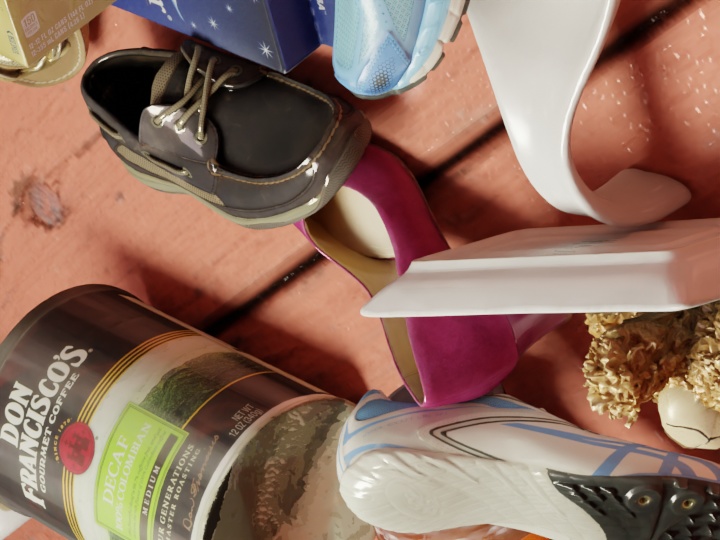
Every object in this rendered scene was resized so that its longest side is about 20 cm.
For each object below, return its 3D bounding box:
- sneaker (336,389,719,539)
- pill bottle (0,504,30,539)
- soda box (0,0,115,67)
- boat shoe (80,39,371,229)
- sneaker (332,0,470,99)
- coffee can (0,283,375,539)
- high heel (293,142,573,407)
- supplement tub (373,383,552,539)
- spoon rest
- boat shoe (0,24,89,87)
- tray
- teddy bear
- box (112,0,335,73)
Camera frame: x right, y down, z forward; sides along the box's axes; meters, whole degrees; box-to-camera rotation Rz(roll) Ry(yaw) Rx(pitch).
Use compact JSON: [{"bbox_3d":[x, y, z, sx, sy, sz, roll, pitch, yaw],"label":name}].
[{"bbox_3d":[0.088,0.091,1.147,0.199,0.073,0.072,9,136,-4],"label":"sneaker"},{"bbox_3d":[-0.300,0.095,1.724,0.200,0.111,0.111,54,152,-8],"label":"pill bottle"},{"bbox_3d":[-0.092,-0.171,1.002,0.064,0.200,0.068,26,145,36],"label":"soda box"},{"bbox_3d":[-0.076,-0.070,1.215,0.073,0.075,0.200,37,162,-35],"label":"boat shoe"},{"bbox_3d":[-0.012,-0.163,0.960,0.078,0.090,0.201,-144,45,-61],"label":"sneaker"},{"bbox_3d":[-0.104,0.107,1.418,0.200,0.146,0.147,23,142,39],"label":"coffee can"},{"bbox_3d":[0.000,0.000,1.179,0.200,0.096,0.068,34,140,32],"label":"high heel"},{"bbox_3d":[0.071,0.147,1.257,0.107,0.107,0.201,15,136,47],"label":"supplement tub"},{"bbox_3d":[0.080,-0.097,0.995,0.099,0.061,0.201,17,139,46],"label":"spoon rest"},{"bbox_3d":[-0.183,-0.126,1.256,0.065,0.071,0.200,62,-173,19],"label":"boat shoe"},{"bbox_3d":[0.098,-0.003,1.034,0.200,0.107,0.022,-3,101,51],"label":"tray"},{"bbox_3d":[0.163,0.038,0.968,0.200,0.145,0.067,-9,93,52],"label":"teddy bear"},{"bbox_3d":[-0.085,-0.167,1.180,0.200,0.032,0.121,23,142,39],"label":"box"}]
